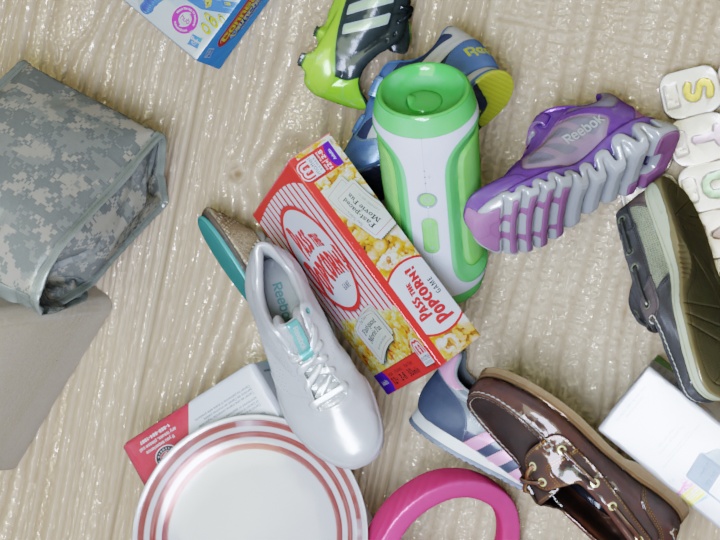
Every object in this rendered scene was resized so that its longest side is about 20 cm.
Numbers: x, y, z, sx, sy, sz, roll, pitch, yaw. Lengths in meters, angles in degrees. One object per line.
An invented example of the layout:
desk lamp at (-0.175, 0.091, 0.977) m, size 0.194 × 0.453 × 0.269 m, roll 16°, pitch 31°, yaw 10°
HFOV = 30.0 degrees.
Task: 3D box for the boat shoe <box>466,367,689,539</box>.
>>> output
boat shoe at (0.162, 0.157, 1.053) m, size 0.200 × 0.070 × 0.070 m, roll 36°, pitch 65°, yaw 9°

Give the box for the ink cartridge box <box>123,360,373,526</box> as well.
ink cartridge box at (-0.090, 0.199, 1.179) m, size 0.144 × 0.084 × 0.200 m, roll -33°, pitch 82°, yaw 12°

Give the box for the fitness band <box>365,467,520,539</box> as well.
fitness band at (0.058, 0.260, 1.121) m, size 0.143 × 0.037 × 0.200 m, roll 21°, pitch 99°, yaw -27°

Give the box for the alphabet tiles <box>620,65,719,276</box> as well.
alphabet tiles at (0.311, -0.074, 1.103) m, size 0.195 × 0.015 × 0.200 m, roll -12°, pitch 87°, yaw 15°

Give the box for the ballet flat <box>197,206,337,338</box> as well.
ballet flat at (-0.071, 0.022, 1.191) m, size 0.065 × 0.071 × 0.200 m, roll -29°, pitch 85°, yaw -14°

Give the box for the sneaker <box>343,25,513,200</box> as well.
sneaker at (0.036, -0.128, 1.149) m, size 0.200 × 0.074 × 0.082 m, roll -37°, pitch 65°, yaw 19°

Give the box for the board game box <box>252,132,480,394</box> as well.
board game box at (0.000, 0.000, 1.108) m, size 0.046 × 0.152 × 0.200 m, roll -36°, pitch 87°, yaw -20°

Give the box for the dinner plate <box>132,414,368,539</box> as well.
dinner plate at (-0.090, 0.219, 1.106) m, size 0.200 × 0.024 × 0.201 m, roll -3°, pitch 73°, yaw 10°

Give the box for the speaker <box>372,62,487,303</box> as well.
speaker at (0.058, -0.066, 1.082) m, size 0.088 × 0.089 × 0.200 m, roll 6°, pitch 135°, yaw 15°

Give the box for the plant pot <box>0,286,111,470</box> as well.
plant pot at (-0.385, 0.060, 1.210) m, size 0.200 × 0.177 × 0.200 m, roll 34°, pitch 100°, yaw 12°

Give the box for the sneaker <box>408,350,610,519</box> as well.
sneaker at (0.142, 0.138, 1.123) m, size 0.200 × 0.070 × 0.082 m, roll 26°, pitch 99°, yaw 12°

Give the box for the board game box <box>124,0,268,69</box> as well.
board game box at (-0.150, -0.321, 1.204) m, size 0.200 × 0.056 × 0.196 m, roll 40°, pitch 100°, yaw 11°

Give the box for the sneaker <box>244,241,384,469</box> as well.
sneaker at (-0.045, 0.067, 1.085) m, size 0.075 × 0.089 × 0.200 m, roll -27°, pitch 75°, yaw -6°

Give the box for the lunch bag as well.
lunch bag at (-0.287, -0.059, 1.171) m, size 0.164 × 0.118 × 0.200 m, roll 28°, pitch 55°, yaw 13°

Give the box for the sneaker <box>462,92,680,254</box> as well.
sneaker at (0.157, -0.085, 1.079) m, size 0.200 × 0.081 × 0.089 m, roll -27°, pitch 61°, yaw -23°

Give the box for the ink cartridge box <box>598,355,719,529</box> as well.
ink cartridge box at (0.290, 0.157, 1.058) m, size 0.200 × 0.117 × 0.067 m, roll 40°, pitch 101°, yaw 11°

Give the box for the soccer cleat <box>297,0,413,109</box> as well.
soccer cleat at (0.018, -0.235, 1.162) m, size 0.081 × 0.068 × 0.200 m, roll 27°, pitch 99°, yaw -4°

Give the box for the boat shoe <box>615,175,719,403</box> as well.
boat shoe at (0.246, 0.021, 1.060) m, size 0.066 × 0.072 × 0.201 m, roll -35°, pitch 47°, yaw 37°
